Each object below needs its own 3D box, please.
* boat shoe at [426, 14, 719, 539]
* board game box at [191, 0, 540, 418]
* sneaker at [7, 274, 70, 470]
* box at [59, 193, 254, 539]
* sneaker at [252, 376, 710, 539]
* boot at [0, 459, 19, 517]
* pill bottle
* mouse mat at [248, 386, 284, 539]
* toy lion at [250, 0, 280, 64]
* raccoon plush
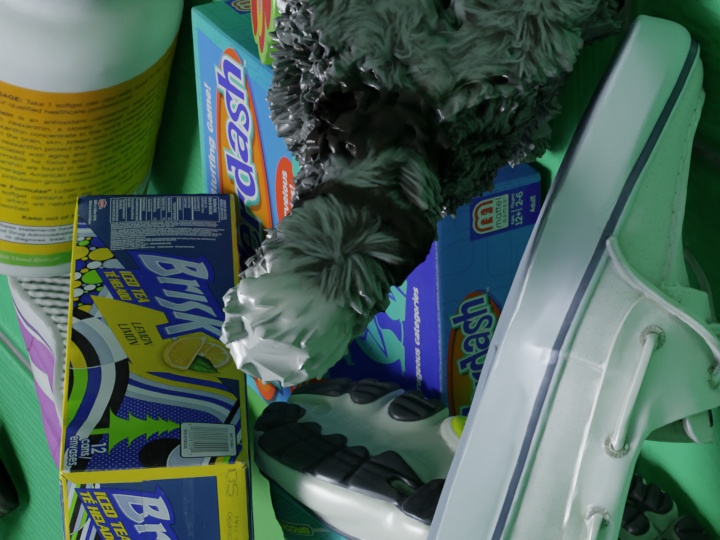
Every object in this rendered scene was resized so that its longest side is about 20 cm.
[{"bbox_3d":[0.081,0.031,0.824,0.075,0.086,0.203,109,180,-87],"label":"boat shoe"},{"bbox_3d":[0.000,0.000,1.038,0.200,0.045,0.153,41,140,54],"label":"board game box"},{"bbox_3d":[-0.106,0.075,1.290,0.201,0.072,0.115,-121,22,-57],"label":"sneaker"},{"bbox_3d":[-0.071,0.047,1.000,0.200,0.064,0.070,-96,4,-62],"label":"box"},{"bbox_3d":[0.047,0.101,0.924,0.200,0.077,0.080,27,135,38],"label":"sneaker"},{"bbox_3d":[-0.307,0.121,1.633,0.200,0.174,0.069,56,-175,29],"label":"boot"},{"bbox_3d":[-0.134,-0.098,1.201,0.111,0.111,0.200,61,153,29],"label":"pill bottle"},{"bbox_3d":[-0.048,0.074,1.240,0.161,0.007,0.201,7,111,66],"label":"mouse mat"},{"bbox_3d":[-0.021,-0.177,0.936,0.192,0.068,0.201,112,155,-75],"label":"toy lion"},{"bbox_3d":[-0.001,-0.034,0.853,0.097,0.200,0.134,35,154,12],"label":"raccoon plush"}]
